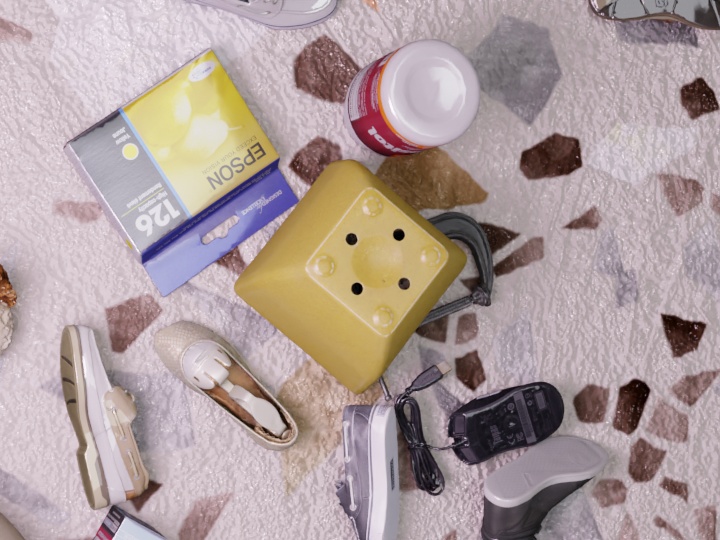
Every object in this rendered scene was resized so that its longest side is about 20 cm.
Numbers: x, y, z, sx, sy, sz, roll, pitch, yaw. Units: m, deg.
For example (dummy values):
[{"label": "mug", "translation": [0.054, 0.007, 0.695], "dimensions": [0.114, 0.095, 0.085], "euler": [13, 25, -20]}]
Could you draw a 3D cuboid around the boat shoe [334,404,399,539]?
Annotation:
[{"label": "boat shoe", "translation": [0.004, 0.250, 1.765], "dimensions": [0.067, 0.072, 0.203], "euler": [3, 103, 17]}]

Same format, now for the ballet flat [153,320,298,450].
[{"label": "ballet flat", "translation": [-0.142, 0.125, 1.723], "dimensions": [0.200, 0.062, 0.068], "euler": [40, 78, -12]}]

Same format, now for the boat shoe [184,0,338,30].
[{"label": "boat shoe", "translation": [-0.115, -0.313, 1.741], "dimensions": [0.197, 0.067, 0.075], "euler": [3, 88, -17]}]

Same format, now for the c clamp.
[{"label": "c clamp", "translation": [0.076, 0.031, 1.814], "dimensions": [0.198, 0.027, 0.172], "euler": [-27, 91, -14]}]

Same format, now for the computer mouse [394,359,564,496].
[{"label": "computer mouse", "translation": [0.131, 0.159, 1.812], "dimensions": [0.198, 0.046, 0.142], "euler": [-26, 104, -7]}]

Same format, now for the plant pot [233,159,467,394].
[{"label": "plant pot", "translation": [0.000, 0.000, 1.685], "dimensions": [0.194, 0.200, 0.196], "euler": [40, 81, -5]}]

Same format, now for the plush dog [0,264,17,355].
[{"label": "plush dog", "translation": [-0.445, 0.059, 1.614], "dimensions": [0.170, 0.161, 0.202], "euler": [9, 114, -30]}]

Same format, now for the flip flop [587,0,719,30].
[{"label": "flip flop", "translation": [0.373, -0.333, 1.898], "dimensions": [0.197, 0.058, 0.082], "euler": [0, 93, -1]}]

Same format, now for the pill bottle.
[{"label": "pill bottle", "translation": [0.049, -0.185, 1.717], "dimensions": [0.112, 0.200, 0.115], "euler": [0, 89, -16]}]

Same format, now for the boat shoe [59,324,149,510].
[{"label": "boat shoe", "translation": [-0.278, 0.153, 1.681], "dimensions": [0.068, 0.075, 0.203], "euler": [-12, 99, -22]}]

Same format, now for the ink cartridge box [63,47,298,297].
[{"label": "ink cartridge box", "translation": [-0.194, -0.108, 1.725], "dimensions": [0.197, 0.047, 0.201], "euler": [-36, 96, -15]}]

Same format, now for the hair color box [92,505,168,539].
[{"label": "hair color box", "translation": [-0.283, 0.358, 1.655], "dimensions": [0.060, 0.099, 0.201], "euler": [31, 80, -14]}]

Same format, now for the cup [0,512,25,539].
[{"label": "cup", "translation": [-0.394, 0.347, 1.591], "dimensions": [0.143, 0.199, 0.201], "euler": [39, 77, -36]}]

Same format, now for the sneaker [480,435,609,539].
[{"label": "sneaker", "translation": [0.210, 0.265, 1.829], "dimensions": [0.199, 0.071, 0.100], "euler": [-18, 132, -39]}]
